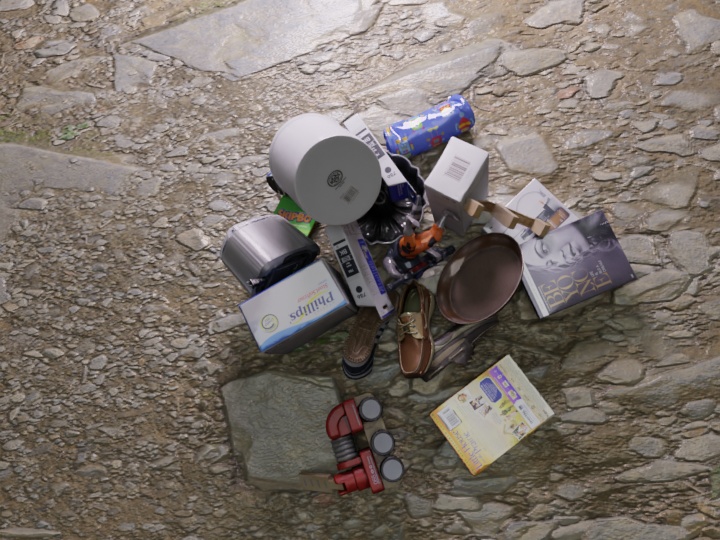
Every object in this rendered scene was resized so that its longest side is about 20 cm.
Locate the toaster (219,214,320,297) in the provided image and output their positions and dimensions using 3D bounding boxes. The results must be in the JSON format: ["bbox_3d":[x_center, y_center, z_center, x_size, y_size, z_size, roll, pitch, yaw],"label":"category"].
[{"bbox_3d":[-0.187,-0.029,1.081,0.129,0.200,0.114,42,128,18],"label":"toaster"}]

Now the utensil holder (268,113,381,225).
[{"bbox_3d":[-0.068,-0.188,0.999,0.169,0.200,0.171,-8,115,-17],"label":"utensil holder"}]

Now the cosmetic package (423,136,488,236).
[{"bbox_3d":[0.193,-0.158,1.065,0.081,0.200,0.113,30,82,17],"label":"cosmetic package"}]

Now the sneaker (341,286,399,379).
[{"bbox_3d":[0.018,0.130,1.111,0.070,0.109,0.200,22,53,13],"label":"sneaker"}]

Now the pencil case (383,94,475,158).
[{"bbox_3d":[0.144,-0.306,1.162,0.199,0.078,0.087,-25,70,3],"label":"pencil case"}]

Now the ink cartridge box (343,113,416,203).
[{"bbox_3d":[0.041,-0.205,1.069,0.039,0.099,0.200,-35,76,0],"label":"ink cartridge box"}]

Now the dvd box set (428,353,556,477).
[{"bbox_3d":[0.255,0.280,1.063,0.200,0.029,0.147,-38,78,-1],"label":"dvd box set"}]

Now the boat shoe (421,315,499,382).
[{"bbox_3d":[0.192,0.153,1.082,0.199,0.074,0.074,-32,87,10],"label":"boat shoe"}]

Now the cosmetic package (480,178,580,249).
[{"bbox_3d":[0.369,-0.063,1.103,0.151,0.052,0.200,-44,78,1],"label":"cosmetic package"}]

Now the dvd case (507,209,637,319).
[{"bbox_3d":[0.407,-0.012,1.055,0.199,0.016,0.149,-23,79,4],"label":"dvd case"}]

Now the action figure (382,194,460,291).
[{"bbox_3d":[0.114,-0.052,1.072,0.200,0.194,0.105,-26,69,-42],"label":"action figure"}]

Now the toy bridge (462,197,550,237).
[{"bbox_3d":[0.272,-0.105,1.030,0.067,0.199,0.027,53,125,51],"label":"toy bridge"}]

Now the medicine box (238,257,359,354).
[{"bbox_3d":[-0.110,0.075,1.063,0.182,0.200,0.103,-30,79,1],"label":"medicine box"}]

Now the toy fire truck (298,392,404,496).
[{"bbox_3d":[-0.034,0.352,1.056,0.199,0.129,0.177,-19,77,-7],"label":"toy fire truck"}]

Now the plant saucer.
[{"bbox_3d":[0.236,0.018,1.062,0.032,0.200,0.201,33,84,-32],"label":"plant saucer"}]

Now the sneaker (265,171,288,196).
[{"bbox_3d":[-0.110,-0.225,1.186,0.199,0.079,0.089,-18,53,-10],"label":"sneaker"}]

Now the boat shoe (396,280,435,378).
[{"bbox_3d":[0.098,0.109,1.058,0.075,0.074,0.201,-16,48,28],"label":"boat shoe"}]

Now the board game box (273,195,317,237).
[{"bbox_3d":[-0.165,-0.067,1.186,0.095,0.030,0.201,25,86,10],"label":"board game box"}]

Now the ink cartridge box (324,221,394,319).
[{"bbox_3d":[0.000,0.000,1.045,0.039,0.099,0.201,-25,87,18],"label":"ink cartridge box"}]

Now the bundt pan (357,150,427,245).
[{"bbox_3d":[0.042,-0.143,1.147,0.201,0.076,0.203,-1,79,7],"label":"bundt pan"}]
